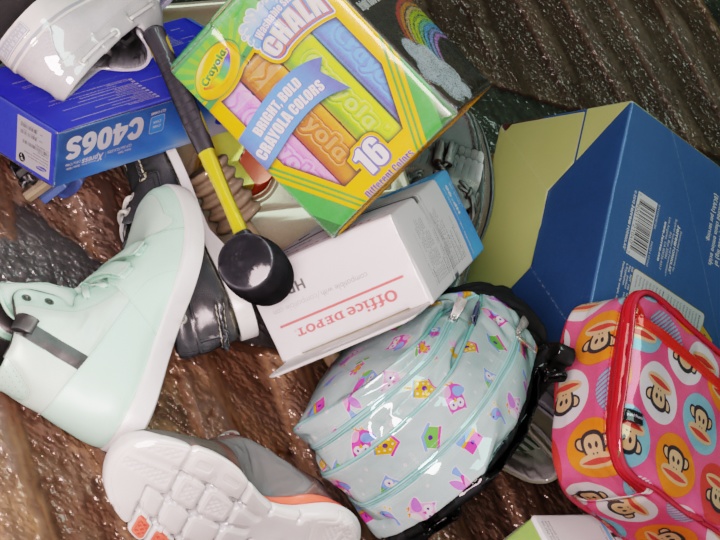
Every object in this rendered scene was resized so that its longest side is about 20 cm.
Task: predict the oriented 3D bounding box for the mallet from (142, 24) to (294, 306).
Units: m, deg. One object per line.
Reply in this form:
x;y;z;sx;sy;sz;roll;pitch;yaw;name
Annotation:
-0.095;-0.067;1.532;0.066;0.041;0.201;52;14;-67;mallet

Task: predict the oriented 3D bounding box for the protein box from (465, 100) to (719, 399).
0.200;0.008;1.816;0.200;0.135;0.199;31;64;-39;protein box

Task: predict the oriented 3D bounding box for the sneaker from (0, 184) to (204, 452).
-0.171;0.007;1.477;0.118;0.074;0.201;27;50;-19;sneaker

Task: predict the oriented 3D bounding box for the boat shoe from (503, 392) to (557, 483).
0.082;0.098;1.725;0.200;0.072;0.062;25;33;-37;boat shoe

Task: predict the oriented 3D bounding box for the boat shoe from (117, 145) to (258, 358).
-0.134;-0.025;1.604;0.060;0.076;0.200;-22;51;-12;boat shoe

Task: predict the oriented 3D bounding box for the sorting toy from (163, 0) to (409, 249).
-0.064;-0.112;1.726;0.184;0.036;0.201;-7;69;-25;sorting toy

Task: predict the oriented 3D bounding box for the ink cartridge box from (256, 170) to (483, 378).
0.000;0.000;1.588;0.068;0.116;0.200;64;19;-6;ink cartridge box

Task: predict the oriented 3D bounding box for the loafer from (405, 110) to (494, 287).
0.059;-0.036;1.769;0.063;0.072;0.201;70;28;-72;loafer

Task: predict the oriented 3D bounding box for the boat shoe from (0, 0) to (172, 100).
-0.166;-0.162;1.574;0.069;0.072;0.200;45;25;3;boat shoe

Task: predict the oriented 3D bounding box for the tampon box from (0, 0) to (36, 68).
-0.227;-0.238;1.610;0.126;0.200;0.150;46;31;3;tampon box

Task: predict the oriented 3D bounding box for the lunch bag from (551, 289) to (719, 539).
0.217;0.108;1.670;0.200;0.082;0.177;38;49;-37;lunch bag

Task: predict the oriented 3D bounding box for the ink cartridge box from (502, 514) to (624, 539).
0.126;0.245;1.594;0.200;0.076;0.148;7;47;-50;ink cartridge box

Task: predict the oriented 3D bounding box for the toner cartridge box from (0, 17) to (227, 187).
-0.161;-0.117;1.602;0.095;0.043;0.200;33;37;33;toner cartridge box

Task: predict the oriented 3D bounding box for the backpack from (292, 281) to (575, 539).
0.038;0.096;1.563;0.127;0.167;0.200;44;25;-5;backpack

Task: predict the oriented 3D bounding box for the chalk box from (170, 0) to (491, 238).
-0.034;-0.143;1.541;0.200;0.124;0.125;46;20;0;chalk box

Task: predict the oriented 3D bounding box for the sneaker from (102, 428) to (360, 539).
-0.090;0.137;1.475;0.200;0.077;0.082;30;18;-41;sneaker

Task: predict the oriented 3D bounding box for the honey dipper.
-0.054;0.009;1.662;0.200;0.038;0.038;55;28;-12;honey dipper

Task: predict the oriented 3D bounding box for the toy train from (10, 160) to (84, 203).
-0.195;-0.097;1.651;0.046;0.034;0.200;51;28;-13;toy train
